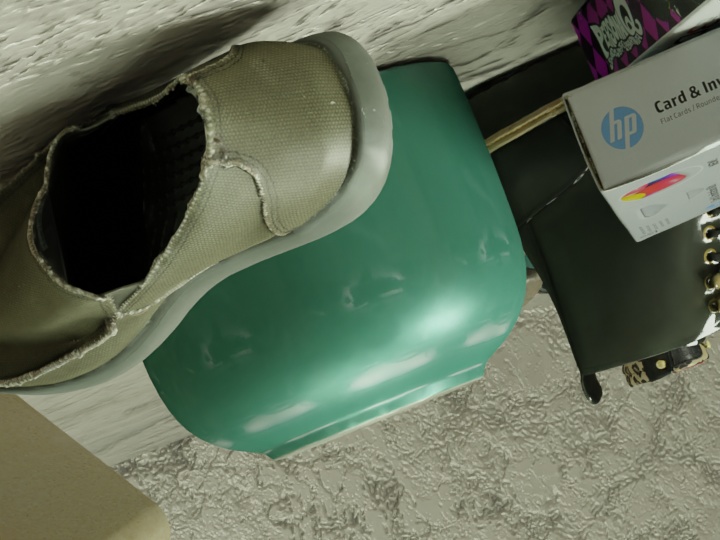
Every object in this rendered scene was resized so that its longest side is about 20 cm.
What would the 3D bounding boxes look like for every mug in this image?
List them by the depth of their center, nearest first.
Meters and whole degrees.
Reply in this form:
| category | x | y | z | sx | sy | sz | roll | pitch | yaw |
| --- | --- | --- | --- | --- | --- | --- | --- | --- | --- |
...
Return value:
| category | x | y | z | sx | sy | sz | roll | pitch | yaw |
| --- | --- | --- | --- | --- | --- | --- | --- | --- | --- |
| mug | 0.000 | -0.001 | 0.825 | 0.184 | 0.115 | 0.152 | -19 | 174 | -26 |

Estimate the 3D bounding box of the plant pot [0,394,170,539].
| category | x | y | z | sx | sy | sz | roll | pitch | yaw |
| --- | --- | --- | --- | --- | --- | --- | --- | --- | --- |
| plant pot | -0.198 | 0.162 | 0.973 | 0.177 | 0.199 | 0.201 | -29 | 140 | -41 |

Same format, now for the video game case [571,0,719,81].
| category | x | y | z | sx | sy | sz | roll | pitch | yaw |
| --- | --- | --- | --- | --- | --- | --- | --- | --- | --- |
| video game case | 0.187 | -0.128 | 0.733 | 0.199 | 0.036 | 0.181 | -21 | 176 | -13 |

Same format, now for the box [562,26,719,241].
| category | x | y | z | sx | sy | sz | roll | pitch | yaw |
| --- | --- | --- | --- | --- | --- | --- | --- | --- | --- |
| box | 0.179 | -0.073 | 0.779 | 0.199 | 0.041 | 0.156 | -24 | 170 | 9 |

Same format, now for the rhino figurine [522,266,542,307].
| category | x | y | z | sx | sy | sz | roll | pitch | yaw |
| --- | --- | --- | --- | --- | --- | --- | --- | --- | --- |
| rhino figurine | -0.010 | -0.005 | 0.957 | 0.199 | 0.087 | 0.060 | -16 | 137 | -40 |

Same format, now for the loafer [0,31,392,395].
| category | x | y | z | sx | sy | sz | roll | pitch | yaw |
| --- | --- | --- | --- | --- | --- | --- | --- | --- | --- |
| loafer | -0.078 | -0.018 | 0.645 | 0.069 | 0.076 | 0.200 | 0 | 156 | -45 |

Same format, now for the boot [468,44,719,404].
| category | x | y | z | sx | sy | sz | roll | pitch | yaw |
| --- | --- | --- | --- | --- | --- | --- | --- | --- | --- |
| boot | 0.154 | -0.044 | 0.899 | 0.199 | 0.139 | 0.077 | -25 | 174 | 22 |

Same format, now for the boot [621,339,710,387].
| category | x | y | z | sx | sy | sz | roll | pitch | yaw |
| --- | --- | --- | --- | --- | --- | --- | --- | --- | --- |
| boot | 0.250 | 0.008 | 1.788 | 0.073 | 0.152 | 0.200 | -18 | 174 | -31 |

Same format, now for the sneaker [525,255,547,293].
| category | x | y | z | sx | sy | sz | roll | pitch | yaw |
| --- | --- | --- | --- | --- | --- | --- | --- | --- | --- |
| sneaker | 0.099 | -0.010 | 1.344 | 0.199 | 0.084 | 0.121 | -20 | 173 | 4 |
